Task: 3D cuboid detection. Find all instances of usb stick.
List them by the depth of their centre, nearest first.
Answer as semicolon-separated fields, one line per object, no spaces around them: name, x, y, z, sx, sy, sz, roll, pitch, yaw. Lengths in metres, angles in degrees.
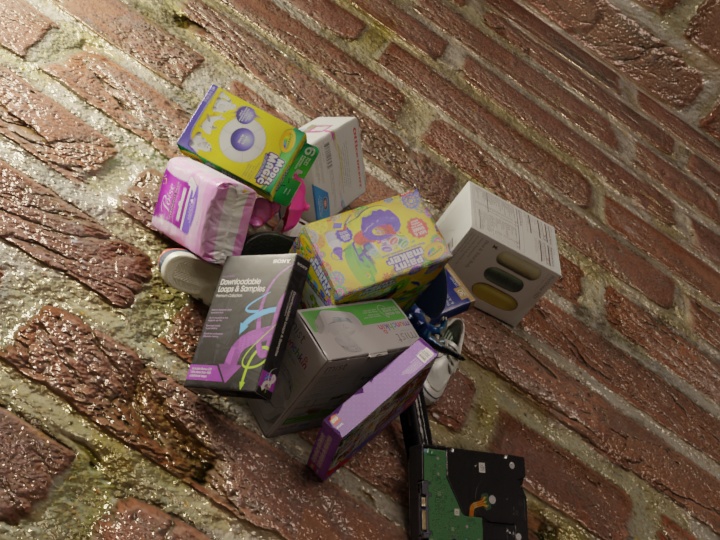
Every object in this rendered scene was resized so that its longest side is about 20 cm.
usb stick;0.077;0.207;1.702;0.032;0.055;0.201;1;67;-29

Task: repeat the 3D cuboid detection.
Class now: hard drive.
hard drive;0.157;0.332;1.646;0.199;0.038;0.141;12;67;-34

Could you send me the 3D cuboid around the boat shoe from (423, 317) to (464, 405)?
boat shoe;0.129;0.138;1.865;0.074;0.067;0.200;45;29;-18

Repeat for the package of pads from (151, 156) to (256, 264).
package of pads;-0.235;-0.092;1.697;0.075;0.121;0.200;12;9;-35

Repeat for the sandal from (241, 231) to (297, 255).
sandal;-0.122;-0.028;1.768;0.048;0.076;0.200;27;17;36

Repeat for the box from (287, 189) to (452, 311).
box;0.000;0.000;1.700;0.199;0.193;0.123;-19;72;-27

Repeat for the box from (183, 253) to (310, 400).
box;-0.154;0.073;1.546;0.036;0.142;0.201;37;61;-43

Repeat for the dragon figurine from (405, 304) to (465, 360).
dragon figurine;0.084;0.098;1.816;0.099;0.059;0.200;-18;50;-22

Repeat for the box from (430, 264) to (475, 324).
box;0.084;0.045;1.923;0.199;0.032;0.121;-22;62;-29

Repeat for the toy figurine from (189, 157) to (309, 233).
toy figurine;-0.176;-0.129;1.834;0.184;0.151;0.200;38;54;22

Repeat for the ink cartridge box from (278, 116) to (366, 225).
ink cartridge box;-0.072;-0.177;1.998;0.084;0.146;0.200;3;23;26

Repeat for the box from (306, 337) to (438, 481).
box;0.016;0.193;1.578;0.039;0.137;0.200;42;56;17

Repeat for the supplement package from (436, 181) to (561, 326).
supplement package;0.245;-0.030;2.116;0.199;0.152;0.151;26;35;-16

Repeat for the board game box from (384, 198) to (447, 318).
board game box;0.090;-0.026;1.789;0.039;0.159;0.200;-23;45;-26

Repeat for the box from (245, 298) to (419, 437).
box;-0.040;0.138;1.620;0.199;0.177;0.097;-6;52;-45

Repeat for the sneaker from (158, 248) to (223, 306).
sneaker;-0.217;0.021;1.703;0.200;0.075;0.084;34;-1;-30

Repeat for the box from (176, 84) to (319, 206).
box;-0.174;-0.193;1.782;0.199;0.118;0.048;28;-12;5

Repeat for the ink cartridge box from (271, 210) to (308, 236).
ink cartridge box;-0.114;-0.012;1.851;0.109;0.050;0.200;32;32;-5
